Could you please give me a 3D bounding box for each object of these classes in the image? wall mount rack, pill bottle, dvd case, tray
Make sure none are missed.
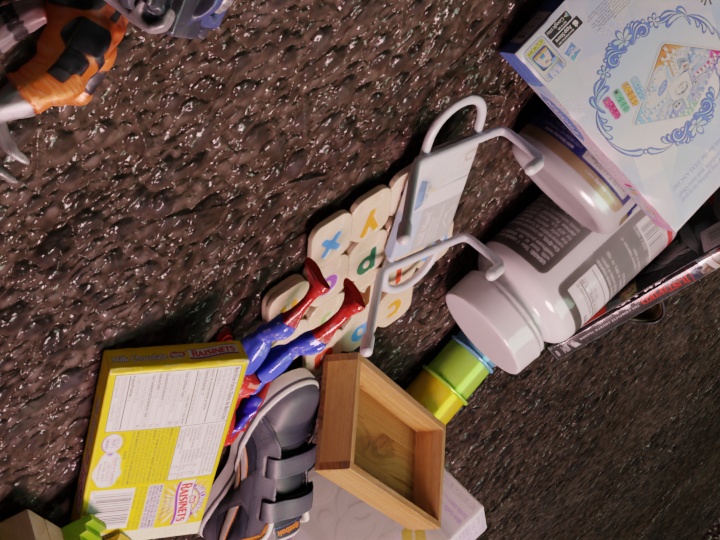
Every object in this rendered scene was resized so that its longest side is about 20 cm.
[{"bbox_3d":[0.055,-0.029,1.131,0.173,0.075,0.200,-26,146,-37],"label":"wall mount rack"},{"bbox_3d":[0.231,-0.137,1.237,0.200,0.116,0.116,-46,154,-2],"label":"pill bottle"},{"bbox_3d":[0.261,-0.007,1.401,0.200,0.022,0.146,-34,-159,21],"label":"dvd case"},{"bbox_3d":[0.020,0.152,1.284,0.200,0.037,0.099,45,44,-57],"label":"tray"},{"bbox_3d":[0.179,-0.008,1.341,0.200,0.114,0.114,-41,154,-12],"label":"pill bottle"}]

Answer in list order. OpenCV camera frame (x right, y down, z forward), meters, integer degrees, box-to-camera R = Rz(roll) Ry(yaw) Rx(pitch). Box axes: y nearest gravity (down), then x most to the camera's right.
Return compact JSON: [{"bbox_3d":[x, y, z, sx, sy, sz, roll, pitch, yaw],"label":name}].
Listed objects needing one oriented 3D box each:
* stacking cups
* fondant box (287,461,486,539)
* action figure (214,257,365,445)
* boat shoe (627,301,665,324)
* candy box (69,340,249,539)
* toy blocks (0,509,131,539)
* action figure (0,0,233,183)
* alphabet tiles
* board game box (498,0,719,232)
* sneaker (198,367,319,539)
[{"bbox_3d":[0.118,0.065,1.419,0.200,0.060,0.061,-49,155,-2],"label":"stacking cups"},{"bbox_3d":[-0.002,0.248,1.387,0.200,0.144,0.058,-41,154,-13],"label":"fondant box"},{"bbox_3d":[-0.083,0.074,1.118,0.065,0.052,0.200,26,115,-42],"label":"action figure"},{"bbox_3d":[0.283,0.018,1.595,0.072,0.065,0.200,-49,154,8],"label":"boat shoe"},{"bbox_3d":[-0.151,0.130,1.090,0.102,0.026,0.200,-5,135,-26],"label":"candy box"},{"bbox_3d":[-0.209,0.263,1.069,0.100,0.137,0.200,-27,149,4],"label":"toy blocks"},{"bbox_3d":[-0.130,-0.137,0.704,0.194,0.104,0.200,-54,179,2],"label":"action figure"},{"bbox_3d":[0.000,0.000,1.190,0.200,0.015,0.196,-34,151,-26],"label":"alphabet tiles"},{"bbox_3d":[0.243,-0.170,1.150,0.200,0.199,0.043,-46,-162,-2],"label":"board game box"},{"bbox_3d":[-0.070,0.172,1.240,0.078,0.079,0.200,-14,142,-44],"label":"sneaker"}]
